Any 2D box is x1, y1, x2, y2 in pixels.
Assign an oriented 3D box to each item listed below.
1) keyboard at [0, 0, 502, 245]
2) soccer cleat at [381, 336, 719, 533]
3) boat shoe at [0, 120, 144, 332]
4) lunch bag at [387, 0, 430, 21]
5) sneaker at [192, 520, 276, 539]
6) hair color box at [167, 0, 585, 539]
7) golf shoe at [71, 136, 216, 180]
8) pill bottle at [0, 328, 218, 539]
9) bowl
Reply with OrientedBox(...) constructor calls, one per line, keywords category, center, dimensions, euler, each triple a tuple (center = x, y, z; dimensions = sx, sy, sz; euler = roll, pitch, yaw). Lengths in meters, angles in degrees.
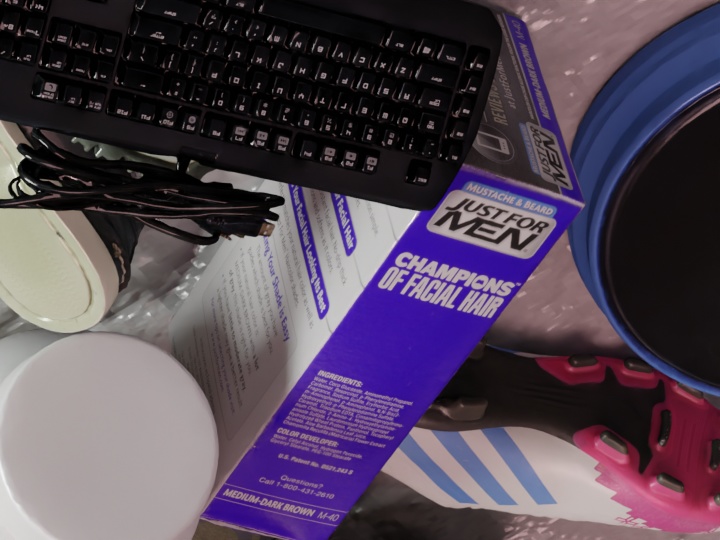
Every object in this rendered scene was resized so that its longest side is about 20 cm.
OrientedBox(category="keyboard", center=(-0.045, -0.054, 0.804), dimensions=(0.200, 0.040, 0.104), euler=(11, 106, -28))
OrientedBox(category="soccer cleat", center=(0.075, 0.074, 1.077), dimensions=(0.200, 0.070, 0.086), euler=(18, 143, -16))
OrientedBox(category="boat shoe", center=(-0.130, -0.077, 0.877), dimensions=(0.074, 0.066, 0.200), euler=(-15, 115, 38))
OrientedBox(category="lunch bag", center=(-0.061, -0.176, 0.847), dimensions=(0.199, 0.094, 0.151), euler=(11, 132, 3))
OrientedBox(category="sneaker", center=(-0.113, 0.152, 1.112), dimensions=(0.200, 0.081, 0.074), euler=(-35, 125, 23))
OrientedBox(category="hair color box", center=(0.000, 0.000, 0.969), dimensions=(0.065, 0.109, 0.200), euler=(15, 129, -26))
OrientedBox(category="golf shoe", center=(-0.090, -0.116, 0.810), dimensions=(0.088, 0.077, 0.200), euler=(-24, 113, 29))
OrientedBox(category="pill bottle", center=(-0.126, 0.085, 0.979), dimensions=(0.113, 0.113, 0.200), euler=(17, 160, -18))
OrientedBox(category="bowl", center=(0.183, -0.025, 1.010), dimensions=(0.200, 0.039, 0.201), euler=(-2, 130, -2))
